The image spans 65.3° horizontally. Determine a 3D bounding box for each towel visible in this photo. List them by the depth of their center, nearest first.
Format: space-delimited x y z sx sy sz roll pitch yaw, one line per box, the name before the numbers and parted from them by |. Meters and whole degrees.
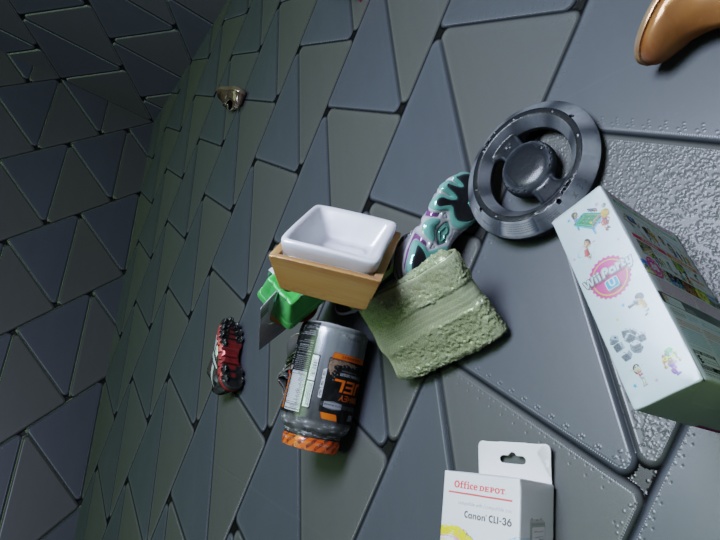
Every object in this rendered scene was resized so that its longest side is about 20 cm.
towel | 0.093 0.070 0.789 0.199 0.150 0.036 -33 4 38

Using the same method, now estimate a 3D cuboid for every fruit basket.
fruit basket | -0.113 0.045 0.987 0.185 0.094 0.200 -39 -9 -25

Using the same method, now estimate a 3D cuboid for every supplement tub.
supplement tub | -0.063 0.195 0.944 0.122 0.121 0.204 -4 70 53

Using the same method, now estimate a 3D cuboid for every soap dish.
soap dish | -0.031 -0.024 0.824 0.200 0.154 0.083 -62 -17 -65

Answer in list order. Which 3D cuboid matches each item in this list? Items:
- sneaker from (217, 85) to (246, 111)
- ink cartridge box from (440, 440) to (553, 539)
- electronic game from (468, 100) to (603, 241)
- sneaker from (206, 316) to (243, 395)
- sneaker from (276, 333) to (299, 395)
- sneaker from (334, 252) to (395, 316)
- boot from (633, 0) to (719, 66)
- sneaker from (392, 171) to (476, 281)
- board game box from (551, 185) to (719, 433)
sneaker | -0.471 -0.607 1.994 0.199 0.070 0.077 18 88 57
ink cartridge box | 0.151 0.295 0.634 0.116 0.067 0.204 -17 59 50
electronic game | 0.232 -0.137 0.768 0.198 0.041 0.204 -23 56 38
sneaker | -0.331 0.211 1.363 0.098 0.070 0.203 -39 45 33
sneaker | -0.118 0.190 1.061 0.077 0.081 0.201 -53 37 23
sneaker | 0.000 0.000 0.991 0.200 0.082 0.072 -47 39 30
boot | 0.399 -0.274 0.580 0.201 0.073 0.156 -51 42 30
sneaker | 0.106 -0.059 0.883 0.202 0.077 0.140 -56 11 -16
board game box | 0.277 0.035 0.522 0.064 0.146 0.203 -42 42 37
